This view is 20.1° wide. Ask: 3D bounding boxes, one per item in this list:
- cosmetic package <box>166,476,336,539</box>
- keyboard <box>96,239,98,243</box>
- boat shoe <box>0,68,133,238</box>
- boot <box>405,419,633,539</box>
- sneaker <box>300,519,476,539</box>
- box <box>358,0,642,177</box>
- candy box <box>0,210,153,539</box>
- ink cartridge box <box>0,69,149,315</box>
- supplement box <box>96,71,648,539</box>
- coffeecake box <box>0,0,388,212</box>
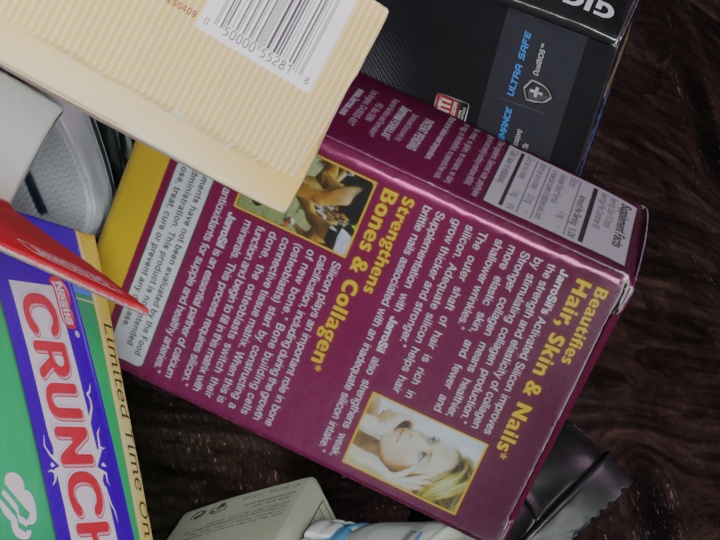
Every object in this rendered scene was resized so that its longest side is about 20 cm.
[{"bbox_3d":[-0.054,0.178,0.811,0.106,0.071,0.200,67,22,-14],"label":"cosmetic package"},{"bbox_3d":[-0.157,-0.086,0.846,0.201,0.020,0.128,59,25,-31],"label":"keyboard"},{"bbox_3d":[-0.142,-0.107,0.805,0.071,0.071,0.201,-61,142,-63],"label":"boat shoe"},{"bbox_3d":[0.020,0.103,1.007,0.163,0.198,0.073,46,-11,8],"label":"boot"},{"bbox_3d":[0.012,0.163,0.770,0.075,0.086,0.201,58,26,-34],"label":"sneaker"},{"bbox_3d":[0.006,-0.080,0.890,0.201,0.197,0.050,104,10,-52],"label":"box"},{"bbox_3d":[-0.151,0.060,0.664,0.200,0.077,0.170,22,50,-64],"label":"candy box"},{"bbox_3d":[-0.166,-0.068,0.604,0.200,0.176,0.045,29,91,-50],"label":"ink cartridge box"},{"bbox_3d":[0.000,0.000,0.827,0.199,0.132,0.103,26,22,3],"label":"supplement box"},{"bbox_3d":[-0.106,-0.102,0.655,0.153,0.073,0.200,28,1,-30],"label":"coffeecake box"}]
